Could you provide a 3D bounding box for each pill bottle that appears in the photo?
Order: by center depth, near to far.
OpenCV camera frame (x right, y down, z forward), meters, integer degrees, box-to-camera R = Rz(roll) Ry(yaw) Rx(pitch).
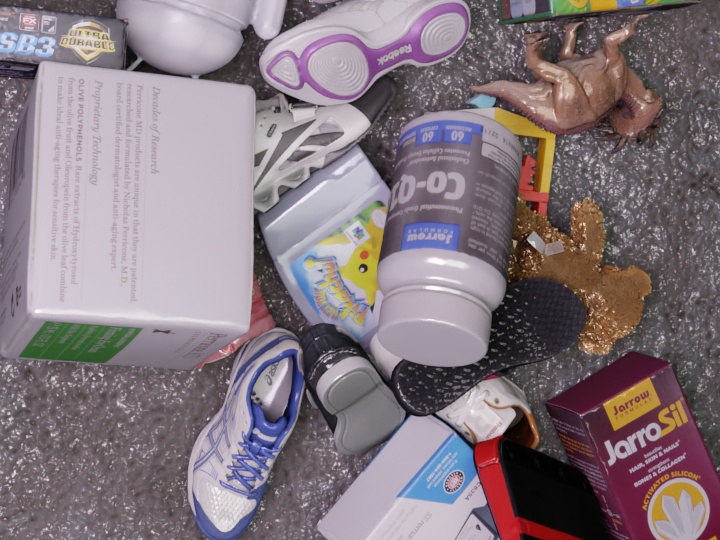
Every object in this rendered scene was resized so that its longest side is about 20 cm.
[{"bbox_3d":[0.075,-0.026,1.350,0.113,0.114,0.201,19,62,-18],"label":"pill bottle"}]

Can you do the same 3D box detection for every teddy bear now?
[{"bbox_3d":[0.173,-0.002,1.464,0.199,0.067,0.146,11,81,-20],"label":"teddy bear"}]

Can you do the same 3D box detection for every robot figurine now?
[{"bbox_3d":[-0.143,-0.255,1.336,0.168,0.113,0.201,15,90,-8],"label":"robot figurine"}]

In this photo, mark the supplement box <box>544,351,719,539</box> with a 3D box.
[{"bbox_3d":[0.276,0.195,1.515,0.110,0.086,0.201,-27,101,-13],"label":"supplement box"}]

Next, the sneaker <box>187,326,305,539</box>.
[{"bbox_3d":[-0.101,0.148,1.393,0.075,0.088,0.201,16,90,-16],"label":"sneaker"}]

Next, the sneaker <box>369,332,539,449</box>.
[{"bbox_3d":[0.096,0.108,1.423,0.199,0.085,0.073,30,107,-34],"label":"sneaker"}]

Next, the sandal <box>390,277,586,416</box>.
[{"bbox_3d":[0.111,0.067,1.398,0.199,0.045,0.075,-27,85,-17],"label":"sandal"}]

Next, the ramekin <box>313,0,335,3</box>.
[{"bbox_3d":[-0.026,-0.326,1.328,0.097,0.200,0.202,-22,100,-6],"label":"ramekin"}]

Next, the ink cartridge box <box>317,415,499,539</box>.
[{"bbox_3d":[0.083,0.250,1.442,0.147,0.086,0.200,-49,116,-8],"label":"ink cartridge box"}]

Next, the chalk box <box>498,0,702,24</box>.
[{"bbox_3d":[0.194,-0.294,1.431,0.199,0.125,0.125,-7,96,-18],"label":"chalk box"}]

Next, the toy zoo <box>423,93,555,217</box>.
[{"bbox_3d":[0.116,-0.073,1.479,0.130,0.020,0.202,6,93,-18],"label":"toy zoo"}]

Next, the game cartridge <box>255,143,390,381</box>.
[{"bbox_3d":[0.000,0.000,1.429,0.133,0.040,0.200,-36,103,5],"label":"game cartridge"}]

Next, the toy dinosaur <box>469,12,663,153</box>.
[{"bbox_3d":[0.210,-0.161,1.462,0.199,0.086,0.137,-16,104,-16],"label":"toy dinosaur"}]

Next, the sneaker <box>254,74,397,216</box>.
[{"bbox_3d":[-0.058,-0.130,1.393,0.200,0.074,0.089,-38,106,-11],"label":"sneaker"}]

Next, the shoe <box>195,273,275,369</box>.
[{"bbox_3d":[-0.174,0.052,1.372,0.199,0.071,0.092,-26,96,-18],"label":"shoe"}]

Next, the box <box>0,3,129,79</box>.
[{"bbox_3d":[-0.298,-0.183,1.249,0.199,0.198,0.050,4,94,-17],"label":"box"}]

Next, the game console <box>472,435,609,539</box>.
[{"bbox_3d":[0.176,0.245,1.406,0.200,0.031,0.178,27,42,-51],"label":"game console"}]

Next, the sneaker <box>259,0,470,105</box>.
[{"bbox_3d":[-0.004,-0.206,1.393,0.199,0.100,0.075,-18,126,-22],"label":"sneaker"}]

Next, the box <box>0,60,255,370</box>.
[{"bbox_3d":[-0.188,-0.035,1.238,0.170,0.199,0.202,4,76,-19],"label":"box"}]

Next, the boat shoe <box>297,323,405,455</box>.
[{"bbox_3d":[-0.009,0.105,1.389,0.075,0.200,0.060,-29,63,-9],"label":"boat shoe"}]
